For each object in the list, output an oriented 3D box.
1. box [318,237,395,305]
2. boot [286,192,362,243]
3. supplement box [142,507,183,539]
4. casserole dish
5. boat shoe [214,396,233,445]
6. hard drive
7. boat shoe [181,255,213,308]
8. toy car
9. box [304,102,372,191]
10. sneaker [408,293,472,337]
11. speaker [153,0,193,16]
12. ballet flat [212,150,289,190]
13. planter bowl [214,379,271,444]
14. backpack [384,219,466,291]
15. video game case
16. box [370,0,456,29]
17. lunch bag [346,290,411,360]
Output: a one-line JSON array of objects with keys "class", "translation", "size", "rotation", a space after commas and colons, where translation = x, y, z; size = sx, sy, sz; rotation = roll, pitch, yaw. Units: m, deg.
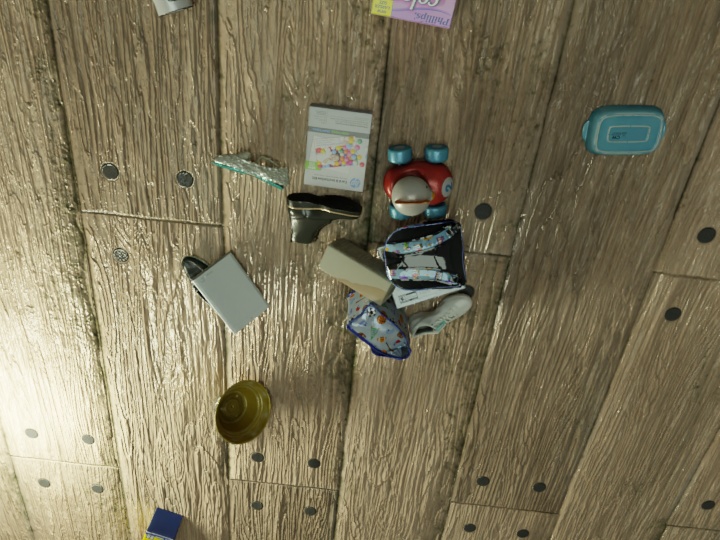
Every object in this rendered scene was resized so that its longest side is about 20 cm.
[{"class": "box", "translation": [0.000, 0.000, 1.491], "size": [0.200, 0.095, 0.078], "rotation": [31, 116, 13]}, {"class": "boot", "translation": [-0.096, -0.127, 1.485], "size": [0.199, 0.078, 0.139], "rotation": [11, 123, 12]}, {"class": "supplement box", "translation": [-0.764, 1.016, 2.108], "size": [0.109, 0.110, 0.200], "rotation": [22, 118, -9]}, {"class": "casserole dish", "translation": [0.641, -0.334, 1.345], "size": [0.199, 0.039, 0.122], "rotation": [1, 118, 4]}, {"class": "boat shoe", "translation": [-0.441, 0.513, 1.846], "size": [0.073, 0.062, 0.201], "rotation": [-4, 118, 5]}, {"class": "hard drive", "translation": [-0.366, 0.065, 1.586], "size": [0.132, 0.026, 0.200], "rotation": [-39, 115, -16]}, {"class": "boat shoe", "translation": [-0.444, 0.045, 1.592], "size": [0.074, 0.066, 0.200], "rotation": [-24, 114, 17]}, {"class": "toy car", "translation": [0.143, -0.191, 1.357], "size": [0.176, 0.200, 0.185], "rotation": [-1, 119, 3]}, {"class": "box", "translation": [-0.058, -0.307, 1.397], "size": [0.155, 0.041, 0.201], "rotation": [8, 119, -1]}, {"class": "sneaker", "translation": [0.231, 0.140, 1.594], "size": [0.200, 0.089, 0.075], "rotation": [-29, 112, 17]}, {"class": "speaker", "translation": [-0.438, -0.665, 1.203], "size": [0.081, 0.081, 0.201], "rotation": [-12, 116, 9]}, {"class": "ballet flat", "translation": [-0.274, -0.267, 1.426], "size": [0.199, 0.072, 0.072], "rotation": [20, 118, -10]}, {"class": "planter bowl", "translation": [-0.390, 0.440, 1.769], "size": [0.083, 0.200, 0.201], "rotation": [4, 128, 48]}, {"class": "backpack", "translation": [0.162, -0.038, 1.433], "size": [0.199, 0.135, 0.183], "rotation": [-7, 101, 4]}, {"class": "video game case", "translation": [0.166, -0.009, 1.519], "size": [0.199, 0.023, 0.182], "rotation": [-17, 100, 7]}, {"class": "box", "translation": [0.124, -0.636, 1.177], "size": [0.175, 0.097, 0.201], "rotation": [10, 119, -3]}, {"class": "lunch bag", "translation": [0.059, 0.144, 1.559], "size": [0.200, 0.170, 0.124], "rotation": [39, 112, -20]}]
